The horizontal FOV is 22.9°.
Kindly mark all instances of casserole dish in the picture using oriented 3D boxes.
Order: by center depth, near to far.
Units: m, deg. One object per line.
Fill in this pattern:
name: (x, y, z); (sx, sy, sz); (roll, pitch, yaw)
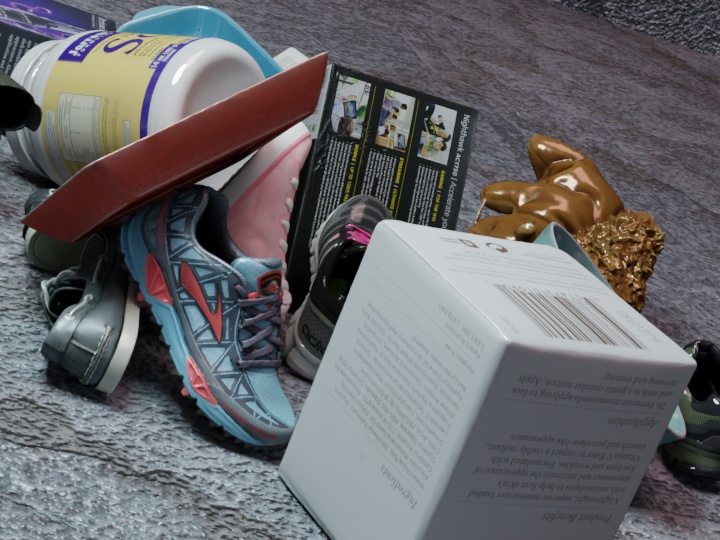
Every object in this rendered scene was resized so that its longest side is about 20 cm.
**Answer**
casserole dish: (-0.146, -0.181, 1.653); (0.121, 0.039, 0.200); (-20, 48, -29)

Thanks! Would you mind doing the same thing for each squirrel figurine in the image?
squirrel figurine: (0.201, -0.025, 1.774); (0.200, 0.142, 0.187); (26, 25, 19)

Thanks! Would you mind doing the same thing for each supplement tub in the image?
supplement tub: (-0.190, -0.129, 1.513); (0.200, 0.146, 0.145); (9, 8, 35)

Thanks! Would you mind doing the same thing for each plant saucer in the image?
plant saucer: (-0.131, -0.081, 1.289); (0.199, 0.037, 0.200); (-29, 3, -26)

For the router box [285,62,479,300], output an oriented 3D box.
router box: (0.012, -0.063, 1.548); (0.149, 0.200, 0.051); (16, -9, -22)

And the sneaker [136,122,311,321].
sneaker: (-0.081, -0.019, 1.378); (0.105, 0.200, 0.075); (42, -25, -6)

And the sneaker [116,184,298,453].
sneaker: (-0.091, 0.030, 1.237); (0.200, 0.095, 0.079); (59, 21, 7)

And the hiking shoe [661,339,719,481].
hiking shoe: (0.286, 0.101, 1.564); (0.076, 0.101, 0.200); (14, 20, -26)

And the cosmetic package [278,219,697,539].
cosmetic package: (0.078, 0.098, 1.163); (0.165, 0.200, 0.165); (9, 23, -36)

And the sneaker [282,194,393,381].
sneaker: (0.000, 0.000, 1.428); (0.074, 0.087, 0.200); (34, 42, -11)

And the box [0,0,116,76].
box: (-0.336, -0.203, 1.679); (0.200, 0.104, 0.148); (17, 18, -17)

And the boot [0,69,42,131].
boot: (-0.350, -0.168, 1.372); (0.200, 0.078, 0.138); (5, 26, -47)

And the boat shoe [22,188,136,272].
boat shoe: (-0.179, -0.031, 1.430); (0.199, 0.075, 0.066); (2, 38, -28)

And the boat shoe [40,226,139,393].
boat shoe: (-0.197, 0.016, 1.279); (0.062, 0.073, 0.200); (21, 23, -18)

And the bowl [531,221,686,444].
bowl: (0.164, 0.072, 1.425); (0.201, 0.105, 0.201); (52, 16, -21)

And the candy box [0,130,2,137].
candy box: (-0.392, -0.095, 1.353); (0.169, 0.077, 0.200); (23, 19, 6)

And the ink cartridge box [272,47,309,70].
ink cartridge box: (-0.056, -0.105, 1.664); (0.146, 0.084, 0.200); (-34, 48, -19)
